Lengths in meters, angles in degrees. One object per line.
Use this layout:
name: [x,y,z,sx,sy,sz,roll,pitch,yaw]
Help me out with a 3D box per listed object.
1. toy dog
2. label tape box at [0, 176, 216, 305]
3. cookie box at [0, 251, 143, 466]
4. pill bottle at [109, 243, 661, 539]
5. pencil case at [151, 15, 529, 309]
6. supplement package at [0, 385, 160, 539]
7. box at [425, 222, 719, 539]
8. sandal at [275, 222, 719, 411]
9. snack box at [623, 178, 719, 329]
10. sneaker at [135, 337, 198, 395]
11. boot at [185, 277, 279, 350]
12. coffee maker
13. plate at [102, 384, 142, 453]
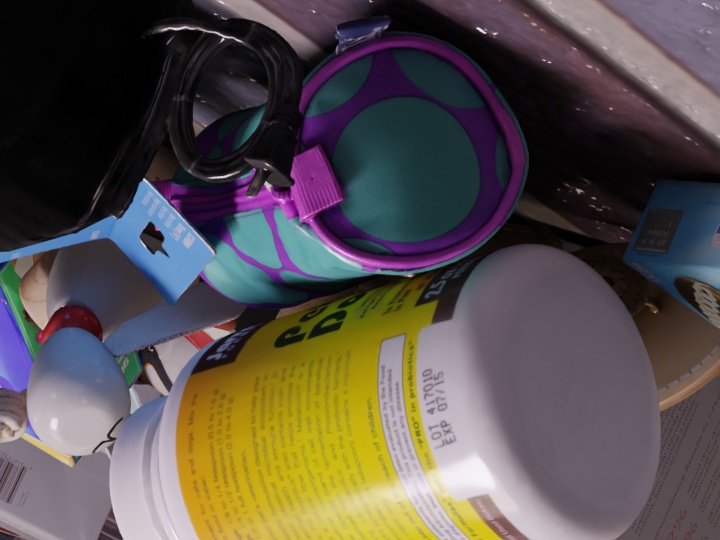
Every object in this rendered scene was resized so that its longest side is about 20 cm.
toy dog: [-0.099,0.032,1.130,0.096,0.201,0.132,32,133,-16]
label tape box: [-0.151,-0.054,0.995,0.200,0.063,0.144,51,166,0]
cookie box: [-0.212,-0.007,1.312,0.171,0.075,0.200,27,156,22]
pill bottle: [0.003,0.064,0.929,0.199,0.110,0.109,-18,141,38]
pencil case: [-0.012,-0.033,0.929,0.092,0.086,0.200,-6,177,-16]
supplement package: [-0.285,0.089,1.806,0.191,0.148,0.200,33,164,-34]
box: [0.085,0.088,1.097,0.106,0.153,0.200,19,166,28]
sandal: [0.042,0.016,0.976,0.211,0.078,0.070,-4,153,34]
snack box: [0.201,0.031,0.910,0.200,0.037,0.116,33,165,-33]
sneaker: [-0.121,0.032,1.438,0.080,0.074,0.200,34,164,-28]
boot: [-0.045,0.035,1.283,0.200,0.072,0.144,40,169,4]
coffee maker: [-0.144,-0.098,0.732,0.191,0.135,0.200,-10,156,26]
plate: [-0.190,0.037,1.479,0.200,0.026,0.201,46,158,25]
